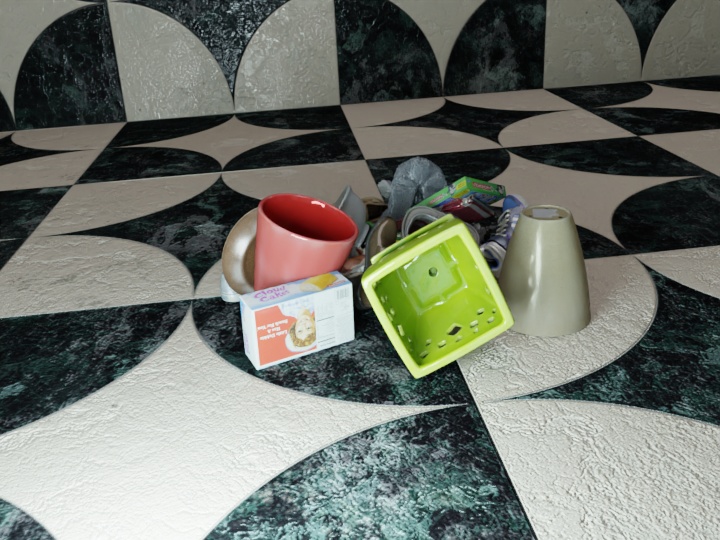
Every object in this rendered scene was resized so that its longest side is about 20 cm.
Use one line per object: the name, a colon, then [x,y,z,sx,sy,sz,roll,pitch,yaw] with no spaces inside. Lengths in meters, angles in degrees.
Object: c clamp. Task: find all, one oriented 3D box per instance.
c clamp: [0.166,-0.055,1.551,0.197,0.027,0.172,28,58,13]

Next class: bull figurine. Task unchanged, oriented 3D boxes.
bull figurine: [0.000,0.000,1.573,0.120,0.067,0.199,-1,22,44]

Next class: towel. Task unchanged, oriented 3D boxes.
towel: [0.195,-0.116,1.717,0.196,0.023,0.143,-17,-18,27]

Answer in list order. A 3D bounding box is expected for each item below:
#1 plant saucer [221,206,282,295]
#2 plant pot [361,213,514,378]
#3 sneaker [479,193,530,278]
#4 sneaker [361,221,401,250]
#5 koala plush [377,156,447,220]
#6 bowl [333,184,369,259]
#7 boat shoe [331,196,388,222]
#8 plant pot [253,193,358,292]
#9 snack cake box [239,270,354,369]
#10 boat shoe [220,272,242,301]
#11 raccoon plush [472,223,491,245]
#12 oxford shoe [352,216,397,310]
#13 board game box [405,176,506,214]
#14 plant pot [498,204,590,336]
plant saucer: [-0.189,-0.032,1.517,0.197,0.205,0.036,-21,36,-35]
plant pot: [0.127,0.028,1.280,0.197,0.202,0.182,-28,14,9]
sneaker: [0.303,-0.075,1.598,0.143,0.081,0.204,-5,63,-19]
sneaker: [0.072,-0.057,1.712,0.084,0.080,0.198,-14,34,-40]
koala plush: [0.133,-0.197,1.898,0.172,0.189,0.200,2,10,-7]
bowl: [-0.040,-0.084,1.682,0.089,0.203,0.202,29,22,-8]
boat shoe: [-0.005,-0.150,1.923,0.197,0.073,0.064,-20,27,-36]
plant pot: [-0.120,-0.025,1.434,0.196,0.181,0.202,15,26,-8]
snack cake box: [-0.111,0.087,1.335,0.196,0.118,0.067,-14,28,-26]
boat shoe: [-0.214,0.005,1.593,0.069,0.073,0.198,17,29,42]
raccoon plush: [0.198,-0.048,1.639,0.132,0.099,0.198,6,22,40]
oxford shoe: [0.050,-0.018,1.481,0.072,0.204,0.083,30,-28,-35]
board game box: [0.215,-0.152,1.699,0.132,0.030,0.198,4,-21,-38]
plant pot: [0.340,-0.012,1.389,0.182,0.205,0.188,-3,22,1]
